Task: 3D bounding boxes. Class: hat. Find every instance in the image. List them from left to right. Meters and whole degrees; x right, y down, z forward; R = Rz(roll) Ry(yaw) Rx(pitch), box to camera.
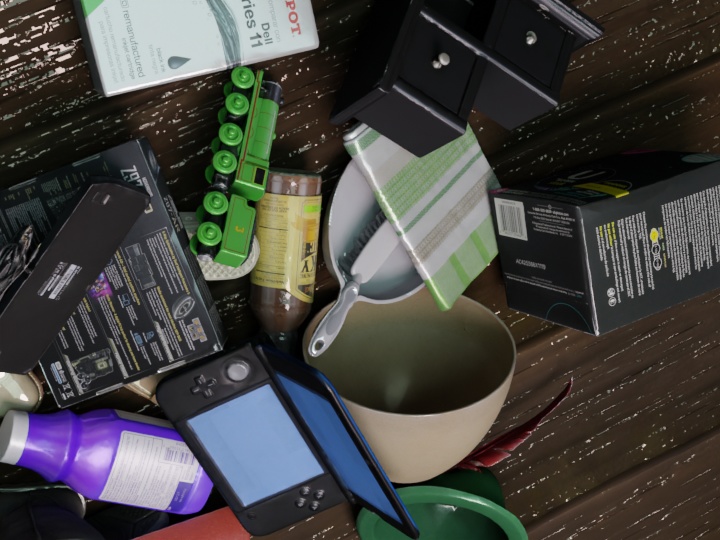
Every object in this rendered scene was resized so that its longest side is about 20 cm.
[{"bbox_3d":[0.106,0.212,1.226,0.199,0.176,0.166,10,136,2],"label":"hat"}]

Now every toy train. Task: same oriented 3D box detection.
[{"bbox_3d":[-0.109,-0.096,1.046,0.056,0.042,0.201,16,66,-15],"label":"toy train"}]

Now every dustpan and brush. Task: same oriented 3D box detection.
[{"bbox_3d":[0.000,0.000,1.106,0.140,0.057,0.200,42,72,-19],"label":"dustpan and brush"}]

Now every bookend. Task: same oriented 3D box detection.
[{"bbox_3d":[0.101,-0.183,1.071,0.198,0.092,0.200,30,65,-21],"label":"bookend"}]

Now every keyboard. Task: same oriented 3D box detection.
[{"bbox_3d":[-0.266,-0.003,0.965,0.200,0.040,0.104,-53,151,8],"label":"keyboard"}]

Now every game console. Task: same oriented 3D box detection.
[{"bbox_3d":[-0.067,0.168,1.022,0.170,0.118,0.200,-25,116,8],"label":"game console"}]

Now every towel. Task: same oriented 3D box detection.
[{"bbox_3d":[0.070,-0.081,1.129,0.149,0.031,0.200,-44,115,-34],"label":"towel"}]

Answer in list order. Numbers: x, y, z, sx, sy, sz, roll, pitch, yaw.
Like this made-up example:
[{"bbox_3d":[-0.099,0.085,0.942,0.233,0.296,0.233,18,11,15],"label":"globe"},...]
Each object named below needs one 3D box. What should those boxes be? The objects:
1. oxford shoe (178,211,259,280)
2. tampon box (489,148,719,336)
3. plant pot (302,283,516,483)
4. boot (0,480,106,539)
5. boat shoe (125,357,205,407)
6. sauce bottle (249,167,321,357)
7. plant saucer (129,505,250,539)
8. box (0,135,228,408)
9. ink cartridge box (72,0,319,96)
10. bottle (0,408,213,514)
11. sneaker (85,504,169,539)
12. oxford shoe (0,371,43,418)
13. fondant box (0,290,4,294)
[{"bbox_3d":[-0.192,-0.026,1.070,0.199,0.058,0.075,4,106,-4],"label":"oxford shoe"},{"bbox_3d":[0.256,-0.037,1.143,0.200,0.150,0.127,-18,106,-25],"label":"tampon box"},{"bbox_3d":[0.044,0.124,1.116,0.200,0.200,0.135,-9,126,-16],"label":"plant pot"},{"bbox_3d":[-0.309,0.241,1.004,0.181,0.200,0.073,-14,105,-15],"label":"boot"},{"bbox_3d":[-0.155,0.109,1.098,0.200,0.069,0.074,26,92,-20],"label":"boat shoe"},{"bbox_3d":[-0.074,0.003,1.108,0.065,0.065,0.201,1,102,-18],"label":"sauce bottle"},{"bbox_3d":[-0.183,0.340,1.103,0.200,0.037,0.200,-12,114,-35],"label":"plant saucer"},{"bbox_3d":[-0.228,0.002,1.024,0.160,0.044,0.200,-21,100,5],"label":"box"},{"bbox_3d":[-0.150,-0.246,1.022,0.199,0.083,0.147,-17,106,-15],"label":"ink cartridge box"},{"bbox_3d":[-0.232,0.171,1.074,0.200,0.065,0.084,16,98,-29],"label":"bottle"},{"bbox_3d":[-0.254,0.312,1.108,0.199,0.076,0.114,-43,132,-21],"label":"sneaker"},{"bbox_3d":[-0.372,0.081,1.019,0.200,0.074,0.071,31,90,-21],"label":"oxford shoe"},{"bbox_3d":[-0.410,-0.012,0.945,0.200,0.058,0.145,-24,87,-31],"label":"fondant box"}]
